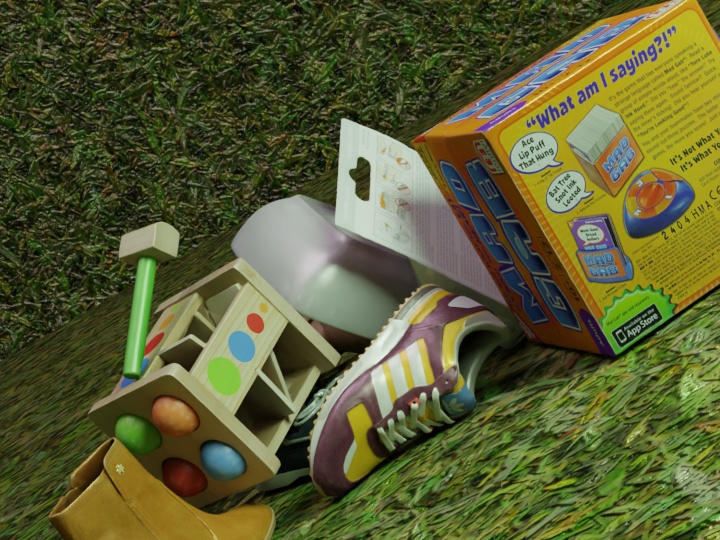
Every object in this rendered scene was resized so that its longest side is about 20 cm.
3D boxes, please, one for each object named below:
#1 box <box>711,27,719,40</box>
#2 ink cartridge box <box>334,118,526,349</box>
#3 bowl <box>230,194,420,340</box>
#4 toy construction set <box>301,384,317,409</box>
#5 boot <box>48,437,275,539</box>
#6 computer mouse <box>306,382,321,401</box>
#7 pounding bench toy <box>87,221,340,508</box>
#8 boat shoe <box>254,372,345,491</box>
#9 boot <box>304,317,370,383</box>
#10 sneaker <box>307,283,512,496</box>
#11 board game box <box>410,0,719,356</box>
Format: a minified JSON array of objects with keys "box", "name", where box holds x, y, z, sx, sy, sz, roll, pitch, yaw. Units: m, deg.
[{"box":[0.256,-0.137,1.736,0.200,0.039,0.137,-33,17,19],"name":"box"},{"box":[0.057,-0.033,1.628,0.047,0.200,0.160,-53,21,34],"name":"ink cartridge box"},{"box":[0.000,0.000,1.679,0.075,0.199,0.200,-65,29,9],"name":"bowl"},{"box":[-0.116,0.123,1.733,0.200,0.131,0.092,-31,9,10],"name":"toy construction set"},{"box":[-0.151,0.187,1.450,0.071,0.144,0.201,-26,10,33],"name":"boot"},{"box":[0.018,0.062,1.905,0.200,0.044,0.110,-33,10,17],"name":"computer mouse"},{"box":[-0.150,0.077,1.546,0.124,0.200,0.156,-27,24,44],"name":"pounding bench toy"},{"box":[-0.029,0.132,1.600,0.200,0.062,0.075,-24,10,43],"name":"boat shoe"},{"box":[-0.049,0.104,1.827,0.200,0.066,0.175,-45,33,-2],"name":"boot"},{"box":[0.039,0.103,1.490,0.090,0.075,0.200,24,72,33],"name":"sneaker"},{"box":[0.196,-0.074,1.489,0.200,0.200,0.200,-33,9,-11],"name":"board game box"}]
